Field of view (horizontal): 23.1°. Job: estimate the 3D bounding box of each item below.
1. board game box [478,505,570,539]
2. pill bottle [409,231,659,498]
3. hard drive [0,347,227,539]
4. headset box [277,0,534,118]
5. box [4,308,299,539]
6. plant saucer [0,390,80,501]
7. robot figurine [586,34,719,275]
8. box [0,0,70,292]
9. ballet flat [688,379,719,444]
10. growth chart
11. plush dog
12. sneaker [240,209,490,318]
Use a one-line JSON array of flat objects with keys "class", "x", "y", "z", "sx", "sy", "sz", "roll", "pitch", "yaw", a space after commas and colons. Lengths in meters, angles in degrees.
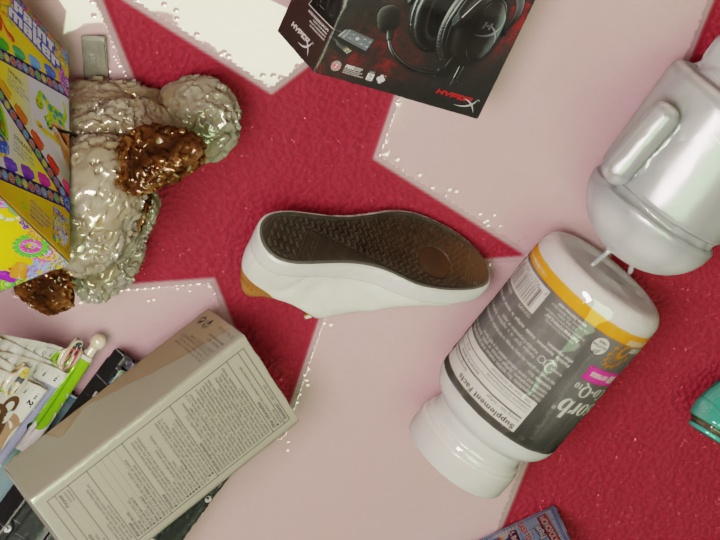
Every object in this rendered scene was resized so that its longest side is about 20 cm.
[{"class": "board game box", "x": 0.125, "y": 0.309, "z": 1.536, "sx": 0.200, "sy": 0.062, "sz": 0.200, "roll": -37, "pitch": 116, "yaw": 9}, {"class": "pill bottle", "x": 0.134, "y": 0.077, "z": 1.395, "sx": 0.116, "sy": 0.117, "sz": 0.200, "roll": 30, "pitch": 110, "yaw": -22}, {"class": "hard drive", "x": -0.198, "y": 0.179, "z": 1.391, "sx": 0.140, "sy": 0.038, "sz": 0.200, "roll": 38, "pitch": 87, "yaw": -31}, {"class": "headset box", "x": 0.053, "y": -0.225, "z": 1.242, "sx": 0.148, "sy": 0.077, "sz": 0.201, "roll": 13, "pitch": 115, "yaw": -33}, {"class": "box", "x": -0.157, "y": 0.131, "z": 1.331, "sx": 0.200, "sy": 0.078, "sz": 0.095, "roll": -37, "pitch": 118, "yaw": -13}, {"class": "plant saucer", "x": -0.283, "y": 0.175, "z": 1.407, "sx": 0.199, "sy": 0.027, "sz": 0.201, "roll": -6, "pitch": 112, "yaw": -14}, {"class": "robot figurine", "x": 0.249, "y": -0.079, "z": 1.344, "sx": 0.169, "sy": 0.113, "sz": 0.200, "roll": 18, "pitch": 113, "yaw": -45}, {"class": "box", "x": -0.306, "y": -0.075, "z": 1.163, "sx": 0.199, "sy": 0.193, "sz": 0.122, "roll": -22, "pitch": 140, "yaw": 16}, {"class": "ballet flat", "x": 0.365, "y": 0.152, "z": 1.506, "sx": 0.200, "sy": 0.067, "sz": 0.071, "roll": 37, "pitch": 90, "yaw": -26}, {"class": "growth chart", "x": -0.270, "y": 0.104, "z": 1.288, "sx": 0.018, "sy": 0.200, "sz": 0.145, "roll": 34, "pitch": 98, "yaw": 18}, {"class": "plush dog", "x": -0.188, "y": -0.063, "z": 1.238, "sx": 0.160, "sy": 0.172, "sz": 0.200, "roll": 33, "pitch": 106, "yaw": -22}, {"class": "sneaker", "x": 0.000, "y": 0.000, "z": 1.375, "sx": 0.199, "sy": 0.073, "sz": 0.085, "roll": 8, "pitch": 144, "yaw": -21}]
